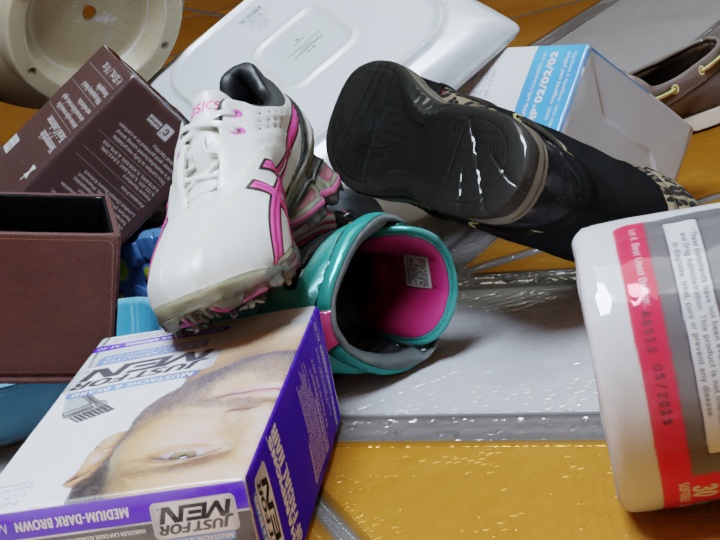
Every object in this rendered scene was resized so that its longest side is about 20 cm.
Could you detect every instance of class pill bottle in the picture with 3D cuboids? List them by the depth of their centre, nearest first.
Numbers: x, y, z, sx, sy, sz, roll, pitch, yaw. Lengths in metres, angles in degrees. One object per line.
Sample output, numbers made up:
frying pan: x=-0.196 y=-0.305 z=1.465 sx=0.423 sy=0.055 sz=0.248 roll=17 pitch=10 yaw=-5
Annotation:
pill bottle: x=0.185 y=0.021 z=0.596 sx=0.200 sy=0.111 sz=0.111 roll=-10 pitch=16 yaw=8

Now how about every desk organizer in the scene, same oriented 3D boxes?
desk organizer: x=-0.218 y=0.007 z=0.786 sx=0.200 sy=0.077 sz=0.072 roll=0 pitch=20 yaw=-14

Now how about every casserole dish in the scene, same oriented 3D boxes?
casserole dish: x=-0.190 y=0.062 z=0.873 sx=0.200 sy=0.039 sz=0.121 roll=-14 pitch=15 yaw=-9

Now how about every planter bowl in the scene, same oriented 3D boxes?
planter bowl: x=-0.196 y=-0.188 z=1.061 sx=0.200 sy=0.200 sz=0.135 roll=-19 pitch=37 yaw=-23

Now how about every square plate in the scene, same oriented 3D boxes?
square plate: x=-0.033 y=-0.133 z=1.020 sx=0.200 sy=0.028 sz=0.198 roll=-41 pitch=47 yaw=-8

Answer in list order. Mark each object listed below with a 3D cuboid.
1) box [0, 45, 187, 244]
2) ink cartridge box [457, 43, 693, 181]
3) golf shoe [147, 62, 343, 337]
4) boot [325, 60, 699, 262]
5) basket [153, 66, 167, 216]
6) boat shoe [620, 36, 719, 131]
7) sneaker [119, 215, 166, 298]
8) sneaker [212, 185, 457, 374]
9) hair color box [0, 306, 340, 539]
box: x=-0.190 y=-0.035 z=0.969 sx=0.200 sy=0.075 sz=0.100 roll=-47 pitch=27 yaw=0
ink cartridge box: x=0.092 y=-0.087 z=1.026 sx=0.200 sy=0.068 sz=0.115 roll=6 pitch=-19 yaw=48
golf shoe: x=-0.069 y=-0.037 z=0.780 sx=0.073 sy=0.092 sz=0.200 roll=-22 pitch=18 yaw=18
boot: x=0.081 y=-0.051 z=0.875 sx=0.151 sy=0.073 sz=0.200 roll=18 pitch=3 yaw=-32
basket: x=-0.103 y=-0.091 z=1.184 sx=0.136 sy=0.123 sz=0.200 roll=-3 pitch=19 yaw=32
boat shoe: x=0.194 y=-0.120 z=1.179 sx=0.200 sy=0.060 sz=0.072 roll=-20 pitch=18 yaw=-26
sneaker: x=-0.103 y=-0.007 z=0.985 sx=0.083 sy=0.071 sz=0.200 roll=-29 pitch=19 yaw=-30
sneaker: x=0.000 y=0.000 z=0.855 sx=0.121 sy=0.084 sz=0.200 roll=-8 pitch=22 yaw=29
hair color box: x=-0.076 y=0.080 z=0.679 sx=0.109 sy=0.065 sz=0.200 roll=-9 pitch=17 yaw=9
